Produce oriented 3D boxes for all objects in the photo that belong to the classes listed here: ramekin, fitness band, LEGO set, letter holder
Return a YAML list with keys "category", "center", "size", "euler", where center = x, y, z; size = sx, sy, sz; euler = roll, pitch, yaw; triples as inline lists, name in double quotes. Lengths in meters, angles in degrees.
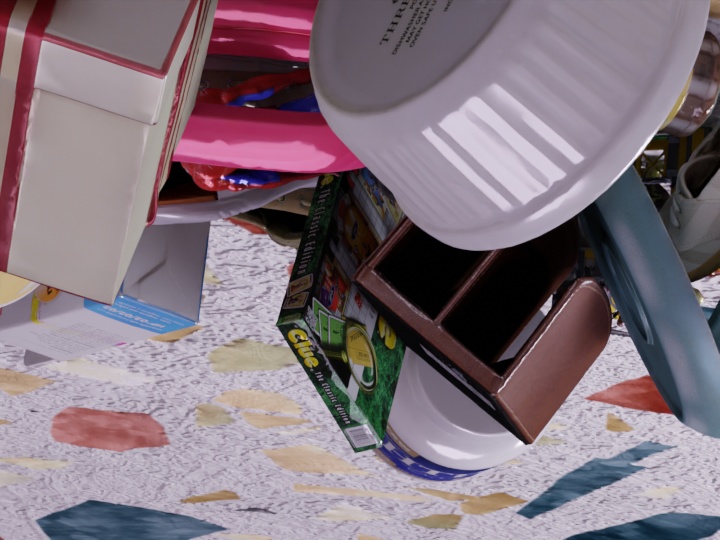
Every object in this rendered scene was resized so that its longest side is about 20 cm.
- category: "ramekin"
  center: [0.062, -0.118, 1.381]
  size: [0.094, 0.204, 0.202]
  euler: [34, 149, -34]
- category: "fitness band"
  center: [-0.059, -0.102, 1.555]
  size: [0.198, 0.144, 0.038]
  euler: [5, 124, 5]
- category: "LEGO set"
  center: [0.182, -0.003, 1.800]
  size: [0.153, 0.117, 0.200]
  euler: [2, 162, 12]
- category: "letter holder"
  center: [0.091, 0.000, 1.605]
  size: [0.100, 0.142, 0.200]
  euler: [39, 177, 14]

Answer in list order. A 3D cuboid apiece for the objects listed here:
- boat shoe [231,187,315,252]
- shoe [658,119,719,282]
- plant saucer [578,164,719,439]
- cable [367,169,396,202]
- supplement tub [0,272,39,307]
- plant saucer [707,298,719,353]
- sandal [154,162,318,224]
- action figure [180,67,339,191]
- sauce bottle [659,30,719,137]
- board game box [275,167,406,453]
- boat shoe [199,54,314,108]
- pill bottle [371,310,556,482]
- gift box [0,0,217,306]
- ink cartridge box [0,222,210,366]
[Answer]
- category: "boat shoe"
  center: [-0.053, -0.041, 1.853]
  size: [0.073, 0.064, 0.200]
  euler: [-4, 159, 30]
- category: "shoe"
  center: [0.212, -0.066, 1.639]
  size: [0.053, 0.070, 0.200]
  euler: [22, 134, -18]
- category: "plant saucer"
  center: [0.158, 0.007, 1.621]
  size: [0.027, 0.201, 0.200]
  euler: [-23, 160, -1]
- category: "cable"
  center: [0.059, -0.032, 1.735]
  size: [0.096, 0.051, 0.200]
  euler: [-15, 148, -3]
- category: "supplement tub"
  center: [-0.227, -0.057, 1.728]
  size: [0.144, 0.146, 0.200]
  euler: [12, 161, -19]
- category: "plant saucer"
  center: [0.245, -0.010, 1.675]
  size: [0.036, 0.201, 0.200]
  euler: [30, 162, 5]
- category: "sandal"
  center: [-0.072, -0.071, 1.736]
  size: [0.079, 0.060, 0.206]
  euler: [0, -167, 40]
- category: "action figure"
  center: [-0.029, -0.078, 1.611]
  size: [0.198, 0.066, 0.052]
  euler: [-4, -158, -9]
- category: "sauce bottle"
  center: [0.096, -0.124, 1.553]
  size: [0.199, 0.065, 0.065]
  euler: [15, 160, -21]
- category: "board game box"
  center: [0.000, 0.000, 1.702]
  size: [0.023, 0.201, 0.105]
  euler: [-12, 128, 23]
- category: "boat shoe"
  center: [-0.057, -0.098, 1.669]
  size: [0.199, 0.069, 0.075]
  euler: [9, 160, -14]
- category: "pill bottle"
  center: [0.063, 0.067, 1.811]
  size: [0.119, 0.121, 0.200]
  euler: [8, 171, -6]
- category: "gift box"
  center: [-0.170, -0.119, 1.373]
  size: [0.199, 0.185, 0.187]
  euler: [15, 135, -4]
- category: "ink cartridge box"
  center: [-0.183, -0.011, 1.903]
  size: [0.068, 0.116, 0.199]
  euler: [20, 157, -36]
